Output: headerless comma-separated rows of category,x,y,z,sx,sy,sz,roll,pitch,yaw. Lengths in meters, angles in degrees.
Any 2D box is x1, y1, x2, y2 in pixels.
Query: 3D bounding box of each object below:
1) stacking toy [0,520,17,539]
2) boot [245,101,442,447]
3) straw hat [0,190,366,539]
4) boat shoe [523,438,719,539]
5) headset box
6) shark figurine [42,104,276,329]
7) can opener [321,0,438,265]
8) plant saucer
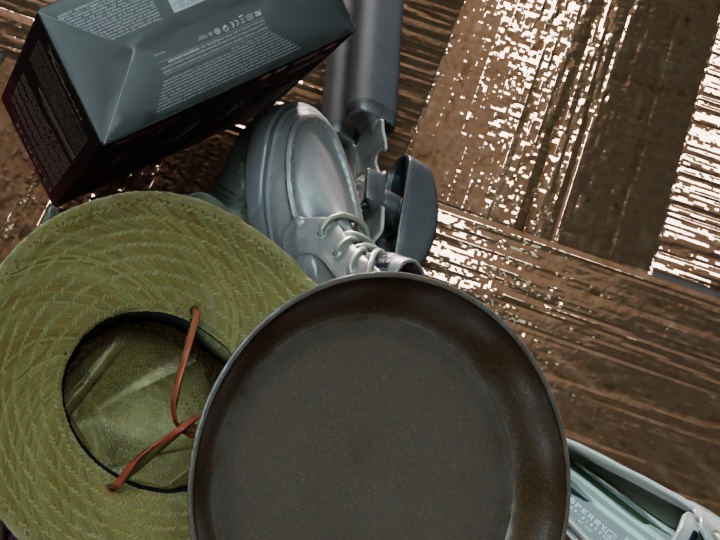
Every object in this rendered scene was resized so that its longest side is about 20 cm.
stacking toy,-0.097,0.164,0.803,0.197,0.086,0.086,9,59,-6
boot,0.000,0.000,0.862,0.073,0.095,0.203,-4,80,-40
straw hat,-0.103,0.067,0.809,0.199,0.085,0.204,4,80,-22
boat shoe,0.156,0.152,0.824,0.199,0.067,0.074,28,65,20
headset box,-0.106,-0.108,0.894,0.148,0.200,0.076,-27,91,-20
shark figurine,-0.117,0.002,0.887,0.089,0.130,0.214,3,22,42
can opener,0.012,-0.085,0.983,0.066,0.053,0.202,24,54,-30
plant saucer,0.008,0.102,0.783,0.198,0.032,0.203,1,87,-25
